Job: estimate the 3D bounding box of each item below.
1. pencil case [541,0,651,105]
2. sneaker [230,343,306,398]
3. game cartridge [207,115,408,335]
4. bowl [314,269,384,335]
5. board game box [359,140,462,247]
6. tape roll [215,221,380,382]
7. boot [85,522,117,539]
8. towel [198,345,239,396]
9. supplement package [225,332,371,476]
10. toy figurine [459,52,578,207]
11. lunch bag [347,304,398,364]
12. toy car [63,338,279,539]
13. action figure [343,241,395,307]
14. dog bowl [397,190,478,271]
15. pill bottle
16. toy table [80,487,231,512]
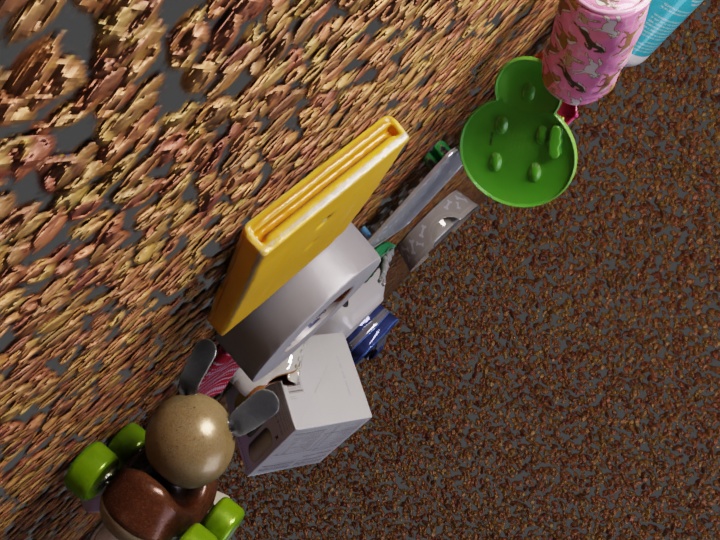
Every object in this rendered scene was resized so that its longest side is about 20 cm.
[{"bbox_3d":[0.232,-0.241,0.873,0.081,0.088,0.200,-24,164,-1],"label":"pencil case"},{"bbox_3d":[-0.103,0.120,1.303,0.200,0.085,0.073,-44,174,-17],"label":"sneaker"},{"bbox_3d":[-0.053,-0.034,0.768,0.176,0.033,0.200,-42,177,-29],"label":"game cartridge"},{"bbox_3d":[-0.042,0.083,1.547,0.200,0.075,0.200,-47,176,35],"label":"bowl"},{"bbox_3d":[0.084,-0.115,1.200,0.200,0.026,0.199,-47,174,28],"label":"board game box"},{"bbox_3d":[-0.067,0.032,0.969,0.200,0.066,0.200,-43,175,-5],"label":"tape roll"},{"bbox_3d":[-0.439,0.468,1.615,0.145,0.071,0.200,-39,176,21],"label":"boot"},{"bbox_3d":[-0.180,0.130,1.119,0.200,0.023,0.144,-47,173,33],"label":"towel"},{"bbox_3d":[-0.108,0.223,1.439,0.148,0.155,0.200,-3,150,-35],"label":"supplement package"},{"bbox_3d":[0.223,-0.215,1.104,0.185,0.147,0.203,-58,157,-45],"label":"toy figurine"},{"bbox_3d":[-0.007,0.135,1.899,0.135,0.133,0.200,-41,174,-21],"label":"lunch bag"},{"bbox_3d":[-0.173,0.177,0.894,0.202,0.163,0.158,-57,172,10],"label":"toy car"},{"bbox_3d":[0.000,0.000,1.215,0.116,0.056,0.200,-14,-166,32],"label":"action figure"},{"bbox_3d":[0.158,-0.087,1.824,0.200,0.059,0.200,-44,174,-5],"label":"dog bowl"},{"bbox_3d":[0.312,-0.307,0.966,0.110,0.111,0.200,-37,172,-46],"label":"pill bottle"},{"bbox_3d":[-0.236,0.280,1.056,0.197,0.120,0.182,-21,-168,-35],"label":"toy table"}]
